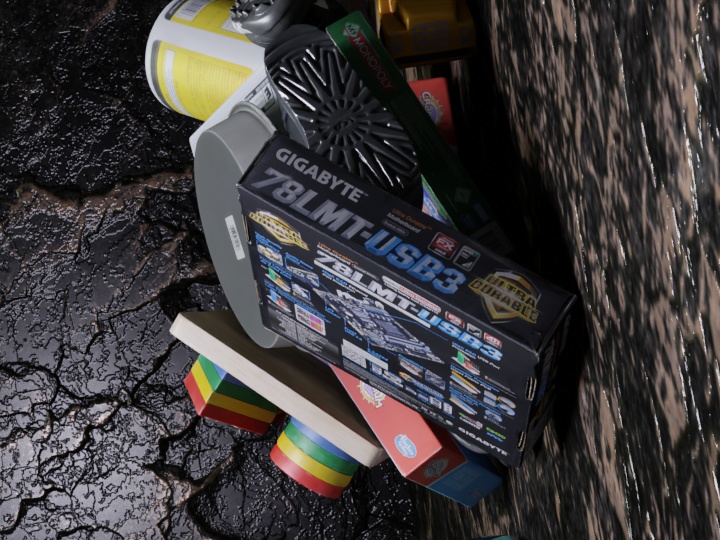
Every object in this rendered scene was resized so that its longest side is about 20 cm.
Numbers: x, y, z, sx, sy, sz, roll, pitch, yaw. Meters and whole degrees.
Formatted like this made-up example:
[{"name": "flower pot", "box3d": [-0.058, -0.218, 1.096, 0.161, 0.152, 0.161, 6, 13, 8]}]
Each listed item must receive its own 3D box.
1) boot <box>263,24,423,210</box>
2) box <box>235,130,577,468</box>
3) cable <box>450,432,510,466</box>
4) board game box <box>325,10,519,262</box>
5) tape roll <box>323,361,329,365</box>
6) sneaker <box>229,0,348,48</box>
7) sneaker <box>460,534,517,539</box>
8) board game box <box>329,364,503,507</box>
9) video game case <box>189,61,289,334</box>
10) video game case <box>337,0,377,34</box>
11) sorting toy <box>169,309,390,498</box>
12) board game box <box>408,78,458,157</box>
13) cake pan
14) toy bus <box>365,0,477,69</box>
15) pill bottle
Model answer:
[{"name": "boot", "box3d": [-0.003, -0.054, 1.101, 0.200, 0.066, 0.165, 81, 165, -68]}, {"name": "box", "box3d": [0.026, 0.024, 0.972, 0.050, 0.200, 0.199, -56, -16, -22]}, {"name": "cable", "box3d": [0.062, 0.060, 1.129, 0.200, 0.051, 0.163, 50, 158, -21]}, {"name": "board game box", "box3d": [0.042, -0.069, 1.120, 0.200, 0.029, 0.135, 58, 175, 14]}, {"name": "tape roll", "box3d": [-0.012, 0.014, 1.609, 0.085, 0.200, 0.200, -108, 9, -71]}, {"name": "sneaker", "box3d": [-0.041, -0.175, 1.138, 0.090, 0.066, 0.200, 37, -175, -10]}, {"name": "sneaker", "box3d": [0.107, 0.293, 1.266, 0.200, 0.078, 0.140, -110, 12, -81]}, {"name": "board game box", "box3d": [0.029, 0.099, 1.375, 0.200, 0.040, 0.153, 55, -171, 28]}, {"name": "video game case", "box3d": [-0.076, -0.057, 1.323, 0.200, 0.023, 0.182, -32, 72, 61]}, {"name": "video game case", "box3d": [0.000, -0.240, 1.294, 0.182, 0.023, 0.200, -61, -35, -46]}, {"name": "sorting toy", "box3d": [-0.064, 0.117, 1.397, 0.070, 0.200, 0.199, -58, -10, 6]}, {"name": "board game box", "box3d": [0.057, -0.066, 1.362, 0.200, 0.040, 0.153, 111, 149, -86]}, {"name": "cake pan", "box3d": [-0.080, -0.028, 1.243, 0.200, 0.037, 0.200, 163, 90, -71]}, {"name": "toy bus", "box3d": [0.037, -0.211, 1.168, 0.200, 0.065, 0.078, -102, 5, -62]}, {"name": "pill bottle", "box3d": [-0.082, -0.171, 1.408, 0.200, 0.112, 0.112, 21, 134, 35]}]
